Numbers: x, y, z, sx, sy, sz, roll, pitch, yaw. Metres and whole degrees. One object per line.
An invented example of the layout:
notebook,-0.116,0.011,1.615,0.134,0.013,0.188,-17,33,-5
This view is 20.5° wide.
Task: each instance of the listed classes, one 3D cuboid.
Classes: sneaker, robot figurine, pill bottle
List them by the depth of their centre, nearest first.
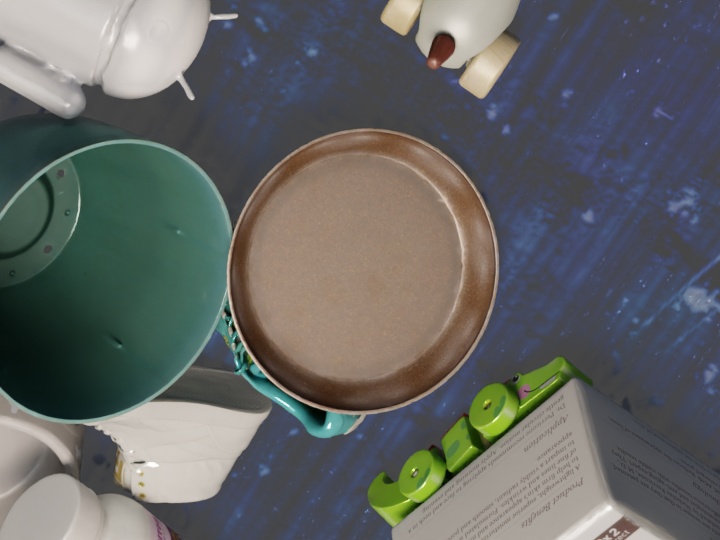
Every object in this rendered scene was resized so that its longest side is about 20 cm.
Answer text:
robot figurine,-0.186,-0.190,1.343,0.199,0.113,0.171,27,83,-1
sneaker,-0.070,0.040,1.441,0.200,0.080,0.078,44,115,1
sneaker,-0.177,0.120,1.482,0.199,0.074,0.116,15,122,-23
pill bottle,-0.179,0.239,1.508,0.112,0.113,0.200,-28,130,21

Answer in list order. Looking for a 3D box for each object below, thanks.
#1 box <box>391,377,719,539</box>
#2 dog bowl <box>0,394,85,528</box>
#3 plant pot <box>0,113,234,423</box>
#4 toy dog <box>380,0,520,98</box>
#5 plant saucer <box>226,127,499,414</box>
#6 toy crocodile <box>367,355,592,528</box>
box,0.161,0.217,1.424,0.199,0.131,0.199,34,118,-28
dog bowl,-0.303,0.150,1.503,0.198,0.059,0.201,-9,136,-9
plant pot,-0.212,-0.018,1.381,0.199,0.161,0.202,-16,119,-31
toy dog,0.086,-0.201,1.294,0.131,0.096,0.201,15,117,4
plant saucer,0.000,0.000,1.399,0.198,0.032,0.202,-2,97,-16
toy crocodile,0.087,0.130,1.471,0.067,0.062,0.200,33,117,-30
